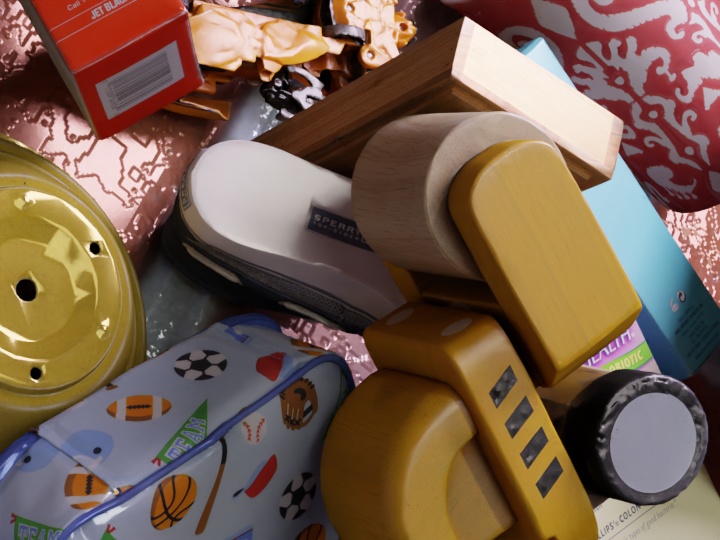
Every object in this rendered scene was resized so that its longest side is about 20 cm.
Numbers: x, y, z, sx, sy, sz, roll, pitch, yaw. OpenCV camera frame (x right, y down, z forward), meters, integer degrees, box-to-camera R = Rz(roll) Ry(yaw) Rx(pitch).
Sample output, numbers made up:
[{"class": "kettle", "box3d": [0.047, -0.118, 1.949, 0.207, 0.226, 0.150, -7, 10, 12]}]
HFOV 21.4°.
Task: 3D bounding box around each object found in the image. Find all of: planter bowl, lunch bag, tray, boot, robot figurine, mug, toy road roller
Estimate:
[{"class": "planter bowl", "box3d": [-0.164, 0.017, 0.851, 0.199, 0.083, 0.202, 11, 71, -33]}, {"class": "lunch bag", "box3d": [-0.085, 0.123, 0.856, 0.200, 0.075, 0.161, -30, 132, -36]}, {"class": "tray", "box3d": [0.023, -0.051, 0.934, 0.098, 0.200, 0.037, 29, 59, -26]}, {"class": "boot", "box3d": [0.000, 0.000, 0.939, 0.199, 0.090, 0.073, 26, 68, -7]}, {"class": "robot figurine", "box3d": [-0.060, -0.138, 0.990, 0.199, 0.058, 0.146, 8, 72, -34]}, {"class": "mug", "box3d": [0.167, -0.154, 1.118, 0.200, 0.133, 0.178, 44, 57, -22]}, {"class": "toy road roller", "box3d": [0.041, 0.043, 0.820, 0.146, 0.123, 0.201, -33, 105, -19]}]

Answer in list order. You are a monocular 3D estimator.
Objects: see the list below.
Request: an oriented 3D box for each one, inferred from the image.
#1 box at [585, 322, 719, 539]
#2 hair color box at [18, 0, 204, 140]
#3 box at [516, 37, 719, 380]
[{"class": "box", "box3d": [0.089, 0.130, 0.996, 0.175, 0.096, 0.201, -28, 95, -38]}, {"class": "hair color box", "box3d": [-0.147, -0.169, 0.872, 0.061, 0.102, 0.201, -30, 79, -7]}, {"class": "box", "box3d": [0.118, -0.025, 1.071, 0.049, 0.082, 0.200, -42, 102, -36]}]
